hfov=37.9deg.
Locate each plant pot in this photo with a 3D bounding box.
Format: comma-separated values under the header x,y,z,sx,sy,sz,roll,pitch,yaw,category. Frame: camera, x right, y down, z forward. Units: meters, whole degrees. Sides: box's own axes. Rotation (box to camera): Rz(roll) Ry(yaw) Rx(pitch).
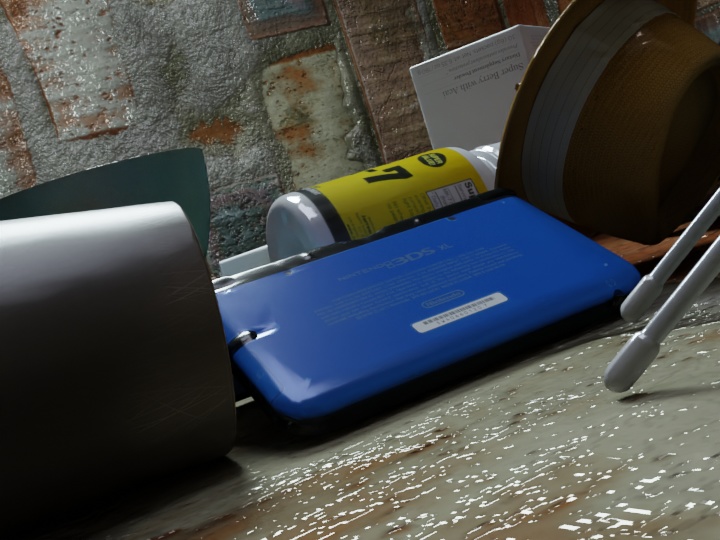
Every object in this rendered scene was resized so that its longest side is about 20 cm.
x,y,z,sx,sy,sz,roll,pitch,yaw,category
-0.214,-0.013,0.912,0.198,0.136,0.200,-17,3,1,plant pot

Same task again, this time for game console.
x,y,z,sx,sy,sz,roll,pitch,yaw,category
0.016,0.043,0.544,0.198,0.120,0.171,-19,34,-25,game console

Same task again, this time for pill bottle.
x,y,z,sx,sy,sz,roll,pitch,yaw,category
0.040,-0.026,0.776,0.198,0.116,0.114,-18,3,-24,pill bottle

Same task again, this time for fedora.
x,y,z,sx,sy,sz,roll,pitch,yaw,category
0.161,-0.081,0.608,0.199,0.202,0.082,-20,44,-40,fedora

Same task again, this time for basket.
x,y,z,sx,sy,sz,roll,pitch,yaw,category
-0.160,0.046,0.426,0.198,0.137,0.180,-12,29,-18,basket

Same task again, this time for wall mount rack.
x,y,z,sx,sy,sz,roll,pitch,yaw,category
0.167,-0.022,0.366,0.172,0.075,0.200,-13,4,18,wall mount rack

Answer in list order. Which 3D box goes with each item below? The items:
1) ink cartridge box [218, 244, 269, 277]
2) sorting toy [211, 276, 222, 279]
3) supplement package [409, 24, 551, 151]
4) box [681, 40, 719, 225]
x,y,z,sx,sy,sz,roll,pitch,yaw,category
-0.020,-0.005,1.059,0.144,0.085,0.199,-16,3,43,ink cartridge box
-0.177,0.046,1.219,0.197,0.070,0.199,-16,3,31,sorting toy
0.148,-0.119,1.009,0.120,0.202,0.119,-16,2,29,supplement package
0.277,-0.102,0.723,0.135,0.039,0.200,-17,-23,-12,box
